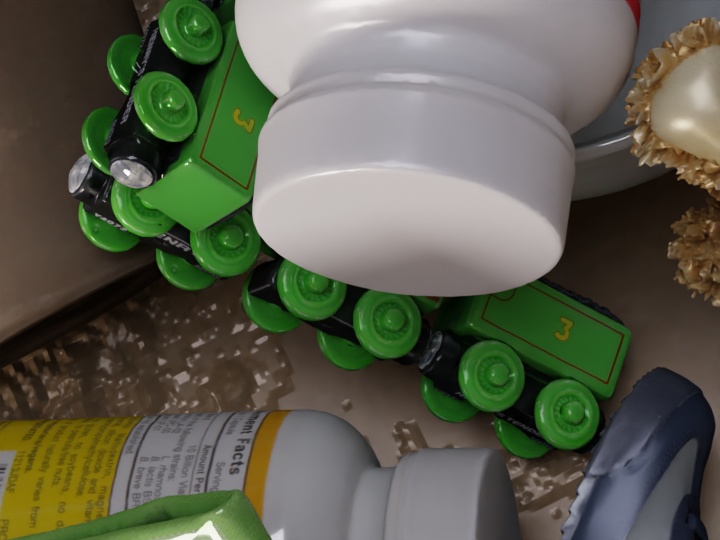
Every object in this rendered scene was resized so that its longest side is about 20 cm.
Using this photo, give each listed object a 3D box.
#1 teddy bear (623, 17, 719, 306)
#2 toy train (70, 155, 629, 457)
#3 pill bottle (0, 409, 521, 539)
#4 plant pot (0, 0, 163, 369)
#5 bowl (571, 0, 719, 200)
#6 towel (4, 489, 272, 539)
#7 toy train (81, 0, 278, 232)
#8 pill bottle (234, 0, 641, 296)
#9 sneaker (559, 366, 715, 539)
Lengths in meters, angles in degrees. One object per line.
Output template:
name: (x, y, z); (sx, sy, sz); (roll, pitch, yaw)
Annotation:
teddy bear: (0.156, -0.041, 0.874); (0.067, 0.200, 0.145); (42, 110, 46)
toy train: (0.000, 0.000, 0.918); (0.200, 0.042, 0.056); (28, 70, -19)
pill bottle: (-0.053, 0.102, 0.917); (0.200, 0.113, 0.113); (-3, 72, 13)
plant pot: (-0.145, -0.057, 0.968); (0.200, 0.200, 0.175); (-30, 87, 3)
bowl: (0.069, -0.096, 0.953); (0.201, 0.090, 0.201); (-9, 57, 14)
towel: (-0.042, 0.153, 0.852); (0.149, 0.200, 0.031); (-15, 26, 32)
toy train: (-0.035, -0.099, 0.893); (0.042, 0.056, 0.200); (-29, 36, 46)
pill bottle: (0.026, -0.100, 0.841); (0.119, 0.120, 0.200); (1, 67, 14)
sneaker: (0.095, 0.133, 0.895); (0.082, 0.070, 0.200); (13, 85, 23)
